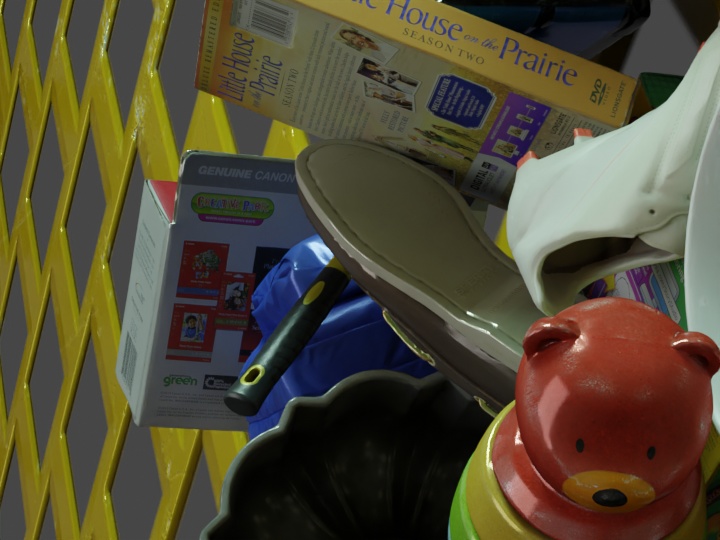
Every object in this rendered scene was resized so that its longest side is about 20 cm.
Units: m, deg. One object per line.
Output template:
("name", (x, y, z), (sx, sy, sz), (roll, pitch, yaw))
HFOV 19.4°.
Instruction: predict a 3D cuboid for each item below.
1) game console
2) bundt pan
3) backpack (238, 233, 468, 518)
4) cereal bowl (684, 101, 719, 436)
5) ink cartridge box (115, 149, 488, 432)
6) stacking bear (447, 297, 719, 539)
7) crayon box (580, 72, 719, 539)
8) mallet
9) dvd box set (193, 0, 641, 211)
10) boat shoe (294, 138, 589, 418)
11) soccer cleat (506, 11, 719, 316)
("game console", (0.070, -0.153, 1.089), (0.200, 0.170, 0.119), (146, 119, -66))
("bundt pan", (0.018, 0.152, 1.006), (0.076, 0.200, 0.203), (123, 148, -73))
("backpack", (0.017, 0.060, 1.173), (0.200, 0.161, 0.169), (128, 128, -74))
("cereal bowl", (0.206, -0.006, 0.769), (0.200, 0.083, 0.202), (-175, 90, -66))
("ink cartridge box", (-0.035, 0.005, 1.288), (0.084, 0.199, 0.177), (-126, 45, -63))
("stacking bear", (0.090, 0.093, 0.839), (0.201, 0.121, 0.114), (97, -174, -48))
("crayon box", (0.155, 0.020, 0.954), (0.201, 0.058, 0.119), (-104, 27, -44))
("mallet", (0.000, 0.000, 1.054), (0.041, 0.065, 0.201), (77, -148, -44))
("dvd box set", (0.020, -0.088, 0.998), (0.146, 0.199, 0.030), (111, 180, -71))
("boat shoe", (0.040, 0.010, 1.000), (0.200, 0.072, 0.060), (38, 141, 26))
("soccer cleat", (0.144, -0.048, 0.881), (0.200, 0.069, 0.078), (-34, 47, 34))
